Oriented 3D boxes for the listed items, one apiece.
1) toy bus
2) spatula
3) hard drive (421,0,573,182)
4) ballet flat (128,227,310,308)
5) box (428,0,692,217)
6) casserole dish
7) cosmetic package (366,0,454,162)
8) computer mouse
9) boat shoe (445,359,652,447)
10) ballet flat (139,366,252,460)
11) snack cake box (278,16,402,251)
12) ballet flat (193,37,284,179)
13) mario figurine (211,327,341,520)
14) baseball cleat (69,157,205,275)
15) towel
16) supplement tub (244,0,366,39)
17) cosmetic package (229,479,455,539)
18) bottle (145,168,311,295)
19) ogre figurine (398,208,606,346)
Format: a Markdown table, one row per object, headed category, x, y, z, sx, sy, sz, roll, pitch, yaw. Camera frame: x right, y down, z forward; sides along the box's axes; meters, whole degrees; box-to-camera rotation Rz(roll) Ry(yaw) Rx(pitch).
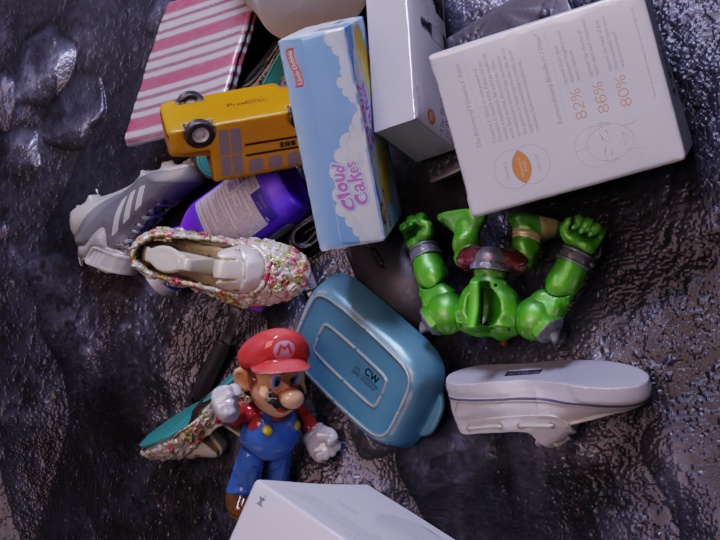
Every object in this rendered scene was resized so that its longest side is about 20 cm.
| category | x | y | z | sx | sy | sz | roll | pitch | yaw |
| --- | --- | --- | --- | --- | --- | --- | --- | --- | --- |
| toy bus | -0.099 | -0.144 | 1.497 | 0.198 | 0.079 | 0.065 | -11 | 39 | -10 |
| spatula | -0.140 | 0.065 | 1.561 | 0.056 | 0.021 | 0.201 | 27 | 112 | 6 |
| hard drive | 0.137 | -0.181 | 1.449 | 0.199 | 0.042 | 0.136 | -30 | 66 | 23 |
| ballet flat | -0.149 | -0.002 | 1.499 | 0.198 | 0.064 | 0.077 | 6 | 92 | 23 |
| box | 0.182 | -0.152 | 1.336 | 0.198 | 0.106 | 0.154 | -14 | 96 | 18 |
| casserole dish | 0.001 | 0.091 | 1.459 | 0.200 | 0.039 | 0.122 | 41 | 122 | 29 |
| cosmetic package | 0.048 | -0.216 | 1.439 | 0.050 | 0.082 | 0.202 | -17 | 65 | 30 |
| computer mouse | 0.000 | 0.000 | 1.493 | 0.140 | 0.046 | 0.201 | -39 | 64 | 17 |
| boat shoe | 0.174 | 0.127 | 1.361 | 0.198 | 0.071 | 0.071 | -4 | 106 | 26 |
| ballet flat | -0.149 | 0.157 | 1.544 | 0.199 | 0.076 | 0.064 | -37 | 98 | 26 |
| snack cake box | -0.017 | -0.132 | 1.406 | 0.066 | 0.115 | 0.202 | -9 | 103 | 11 |
| ballet flat | -0.104 | -0.180 | 1.583 | 0.068 | 0.068 | 0.200 | 40 | 93 | -14 |
| mario figurine | -0.083 | 0.154 | 1.446 | 0.105 | 0.123 | 0.202 | 14 | 114 | 19 |
| baseball cleat | -0.240 | -0.054 | 1.645 | 0.199 | 0.069 | 0.108 | -20 | 77 | 36 |
| towel | -0.174 | -0.227 | 1.606 | 0.145 | 0.030 | 0.202 | -9 | 56 | 38 |
| supplement tub | -0.076 | -0.347 | 1.531 | 0.140 | 0.140 | 0.201 | -39 | 49 | 18 |
| cosmetic package | 0.006 | 0.291 | 1.343 | 0.198 | 0.199 | 0.124 | 28 | 95 | 32 |
| bottle | -0.146 | -0.044 | 1.578 | 0.199 | 0.065 | 0.084 | -35 | 70 | 21 |
| ogre figurine | 0.124 | 0.006 | 1.386 | 0.198 | 0.098 | 0.121 | 8 | 78 | 9 |
